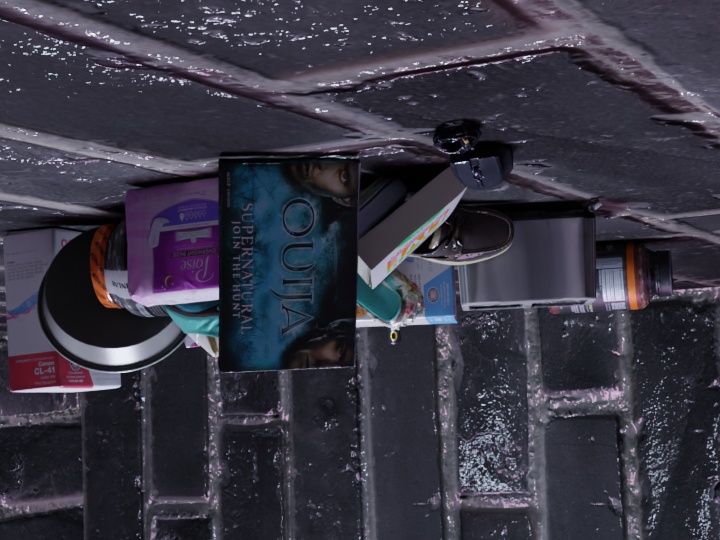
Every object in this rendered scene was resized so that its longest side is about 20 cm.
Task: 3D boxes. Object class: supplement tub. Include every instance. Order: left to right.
[{"bbox_3d":[-0.201,-0.011,1.587,0.197,0.125,0.122,-4,175,13],"label":"supplement tub"},{"bbox_3d":[0.392,0.011,2.185,0.197,0.109,0.107,-4,175,14],"label":"supplement tub"}]

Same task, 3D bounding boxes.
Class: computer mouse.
[{"bbox_3d":[0.102,-0.100,1.251,0.058,0.035,0.200,-3,174,15],"label":"computer mouse"}]

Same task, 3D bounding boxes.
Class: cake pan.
[{"bbox_3d":[-0.292,0.026,1.668,0.197,0.203,0.037,-2,149,-5],"label":"cake pan"}]

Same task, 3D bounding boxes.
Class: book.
[{"bbox_3d":[0.049,-0.047,1.457,0.133,0.048,0.200,-40,176,-3],"label":"book"}]

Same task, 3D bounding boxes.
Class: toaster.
[{"bbox_3d":[0.212,-0.015,1.756,0.178,0.121,0.200,-4,175,4],"label":"toaster"}]

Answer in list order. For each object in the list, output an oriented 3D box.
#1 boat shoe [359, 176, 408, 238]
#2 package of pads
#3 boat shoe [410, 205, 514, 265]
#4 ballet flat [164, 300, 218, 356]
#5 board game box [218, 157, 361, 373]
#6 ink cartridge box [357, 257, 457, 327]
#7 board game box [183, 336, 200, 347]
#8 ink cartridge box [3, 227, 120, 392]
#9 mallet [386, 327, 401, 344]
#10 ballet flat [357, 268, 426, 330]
[{"bbox_3d":[-0.023,-0.056,1.480,0.072,0.062,0.200,-38,-179,-40],"label":"boat shoe"},{"bbox_3d":[-0.141,-0.032,1.398,0.197,0.123,0.075,-6,174,28],"label":"package of pads"},{"bbox_3d":[0.089,-0.043,1.645,0.196,0.075,0.065,-2,180,-4],"label":"boat shoe"},{"bbox_3d":[-0.142,0.059,1.454,0.067,0.072,0.199,-21,-164,-37],"label":"ballet flat"},{"bbox_3d":[-0.068,-0.005,1.307,0.133,0.203,0.028,-2,-165,-12],"label":"board game box"},{"bbox_3d":[0.029,0.009,1.876,0.197,0.131,0.125,-4,175,5],"label":"ink cartridge box"},{"bbox_3d":[-0.141,0.049,1.793,0.197,0.042,0.199,-8,-170,-11],"label":"board game box"},{"bbox_3d":[-0.382,0.054,1.778,0.084,0.204,0.147,-5,175,22],"label":"ink cartridge box"},{"bbox_3d":[0.048,0.011,1.757,0.065,0.202,0.041,-8,-144,8],"label":"mallet"},{"bbox_3d":[0.000,0.000,1.610,0.200,0.076,0.064,45,-154,29],"label":"ballet flat"}]
